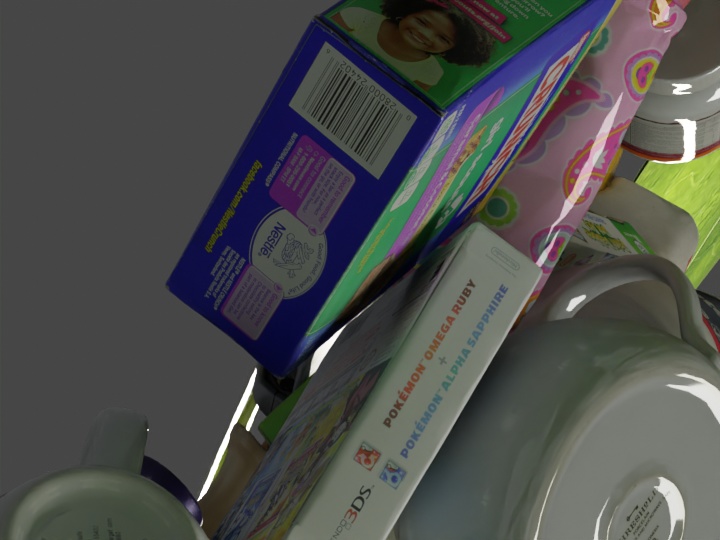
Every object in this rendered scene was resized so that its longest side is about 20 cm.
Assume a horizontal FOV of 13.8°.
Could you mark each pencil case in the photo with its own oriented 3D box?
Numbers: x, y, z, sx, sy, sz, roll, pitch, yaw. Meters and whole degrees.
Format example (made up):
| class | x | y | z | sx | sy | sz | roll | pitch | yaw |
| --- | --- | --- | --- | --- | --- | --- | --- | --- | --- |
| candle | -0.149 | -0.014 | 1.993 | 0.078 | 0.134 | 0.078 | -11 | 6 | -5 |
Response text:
| class | x | y | z | sx | sy | sz | roll | pitch | yaw |
| --- | --- | --- | --- | --- | --- | --- | --- | --- | --- |
| pencil case | 0.085 | -0.066 | 1.493 | 0.201 | 0.087 | 0.087 | -60 | 170 | 2 |

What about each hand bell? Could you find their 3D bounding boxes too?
| class | x | y | z | sx | sy | sz | roll | pitch | yaw |
| --- | --- | --- | --- | --- | --- | --- | --- | --- | --- |
| hand bell | -0.116 | 0.187 | 1.667 | 0.200 | 0.104 | 0.104 | -37 | 168 | -9 |

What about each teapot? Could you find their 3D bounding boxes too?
| class | x | y | z | sx | sy | sz | roll | pitch | yaw |
| --- | --- | --- | --- | --- | --- | --- | --- | --- | --- |
| teapot | 0.087 | 0.104 | 1.429 | 0.199 | 0.146 | 0.199 | -10 | 109 | -41 |

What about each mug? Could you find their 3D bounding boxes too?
| class | x | y | z | sx | sy | sz | roll | pitch | yaw |
| --- | --- | --- | --- | --- | --- | --- | --- | --- | --- |
| mug | -0.126 | 0.154 | 1.340 | 0.176 | 0.147 | 0.201 | 109 | -9 | -48 |

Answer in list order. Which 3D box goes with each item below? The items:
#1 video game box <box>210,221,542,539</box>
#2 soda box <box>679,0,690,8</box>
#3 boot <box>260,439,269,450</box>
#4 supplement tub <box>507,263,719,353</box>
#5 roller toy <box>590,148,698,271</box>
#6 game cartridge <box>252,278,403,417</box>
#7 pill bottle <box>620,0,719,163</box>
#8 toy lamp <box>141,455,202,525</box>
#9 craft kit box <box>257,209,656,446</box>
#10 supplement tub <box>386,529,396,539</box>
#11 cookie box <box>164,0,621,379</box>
| class | x | y | z | sx | sy | sz | roll | pitch | yaw |
| --- | --- | --- | --- | --- | --- | --- | --- | --- | --- |
| video game box | -0.006 | 0.084 | 1.382 | 0.183 | 0.047 | 0.200 | -56 | -174 | -22 |
| soda box | 0.155 | -0.191 | 1.499 | 0.070 | 0.063 | 0.200 | -51 | 171 | -4 |
| boot | -0.030 | 0.125 | 1.815 | 0.200 | 0.074 | 0.155 | -54 | 174 | 31 |
| supplement tub | 0.152 | 0.074 | 1.611 | 0.141 | 0.140 | 0.200 | -53 | 159 | 9 |
| roller toy | 0.120 | 0.017 | 1.901 | 0.183 | 0.139 | 0.200 | -58 | 172 | -29 |
| game cartridge | 0.000 | 0.000 | 1.604 | 0.133 | 0.040 | 0.200 | -44 | 168 | -22 |
| pill bottle | 0.182 | -0.133 | 1.729 | 0.110 | 0.109 | 0.200 | -50 | 170 | -4 |
| toy lamp | -0.159 | 0.179 | 1.463 | 0.200 | 0.058 | 0.058 | -46 | 169 | -26 |
| craft kit box | 0.061 | 0.041 | 1.653 | 0.200 | 0.049 | 0.197 | -43 | 158 | 14 |
| supplement tub | 0.033 | 0.169 | 1.585 | 0.145 | 0.145 | 0.200 | -53 | 149 | 8 |
| cookie box | 0.021 | -0.067 | 1.336 | 0.200 | 0.075 | 0.172 | -40 | 166 | -51 |
